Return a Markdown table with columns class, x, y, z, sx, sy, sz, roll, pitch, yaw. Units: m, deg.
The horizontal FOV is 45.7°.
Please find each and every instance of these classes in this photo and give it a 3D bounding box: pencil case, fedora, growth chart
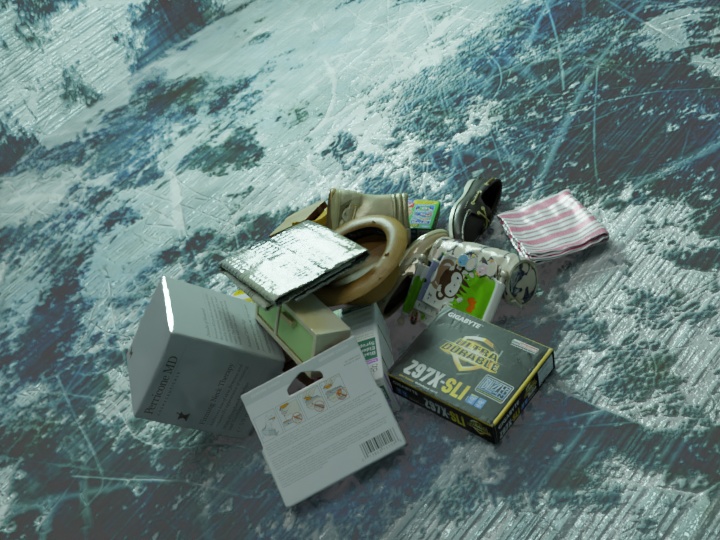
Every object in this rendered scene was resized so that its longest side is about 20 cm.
| class | x | y | z | sx | sy | sz | roll | pitch | yaw |
| --- | --- | --- | --- | --- | --- | --- | --- | --- | --- |
| pencil case | 0.201 | 0.004 | 1.425 | 0.198 | 0.077 | 0.091 | 17 | 80 | 46 |
| fedora | 0.000 | 0.000 | 1.412 | 0.197 | 0.082 | 0.203 | -21 | 40 | 19 |
| growth chart | 0.150 | 0.040 | 1.400 | 0.198 | 0.018 | 0.148 | 16 | 91 | 45 |

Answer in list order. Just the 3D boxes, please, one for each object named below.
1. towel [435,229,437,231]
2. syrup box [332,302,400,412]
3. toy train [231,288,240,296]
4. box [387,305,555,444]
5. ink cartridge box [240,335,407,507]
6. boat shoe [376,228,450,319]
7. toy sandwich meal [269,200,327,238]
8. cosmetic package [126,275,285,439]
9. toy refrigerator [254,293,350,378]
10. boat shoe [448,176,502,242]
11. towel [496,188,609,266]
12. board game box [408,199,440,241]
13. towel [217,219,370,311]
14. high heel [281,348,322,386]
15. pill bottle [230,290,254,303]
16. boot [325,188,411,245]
| class | x | y | z | sx | sy | sz | roll | pitch | yaw |
| --- | --- | --- | --- | --- | --- | --- | --- | --- | --- |
| towel | 0.049 | -0.036 | 1.636 | 0.198 | 0.022 | 0.147 | -33 | 33 | -8 |
| syrup box | 0.007 | 0.143 | 1.373 | 0.077 | 0.082 | 0.202 | -20 | 33 | 10 |
| toy train | -0.171 | 0.014 | 1.708 | 0.197 | 0.042 | 0.056 | -29 | 23 | -3 |
| box | 0.161 | 0.148 | 1.261 | 0.198 | 0.050 | 0.160 | 22 | 56 | 38 |
| ink cartridge box | -0.054 | 0.221 | 1.252 | 0.197 | 0.044 | 0.176 | -27 | 75 | 0 |
| boat shoe | 0.094 | 0.009 | 1.505 | 0.199 | 0.073 | 0.065 | -40 | 43 | -12 |
| toy sandwich meal | -0.127 | -0.073 | 1.689 | 0.202 | 0.071 | 0.205 | -28 | 7 | 3 |
| cosmetic package | -0.257 | 0.143 | 1.395 | 0.169 | 0.197 | 0.167 | -61 | 31 | 21 |
| toy refrigerator | -0.098 | 0.083 | 1.345 | 0.069 | 0.077 | 0.200 | -6 | 29 | -32 |
| boat shoe | 0.213 | -0.108 | 1.570 | 0.060 | 0.072 | 0.203 | -10 | 35 | 30 |
| towel | 0.326 | -0.080 | 1.472 | 0.143 | 0.030 | 0.201 | -19 | 29 | 1 |
| board game box | 0.047 | -0.099 | 1.624 | 0.195 | 0.030 | 0.135 | 3 | 28 | 12 |
| towel | -0.108 | -0.010 | 1.376 | 0.190 | 0.035 | 0.199 | -27 | 32 | -26 |
| high heel | -0.129 | 0.162 | 1.454 | 0.196 | 0.068 | 0.097 | -6 | 35 | 28 |
| pill bottle | -0.175 | 0.084 | 1.549 | 0.196 | 0.116 | 0.115 | -13 | 36 | 20 |
| boot | 0.014 | -0.040 | 1.513 | 0.152 | 0.205 | 0.073 | 2 | 1 | -7 |
